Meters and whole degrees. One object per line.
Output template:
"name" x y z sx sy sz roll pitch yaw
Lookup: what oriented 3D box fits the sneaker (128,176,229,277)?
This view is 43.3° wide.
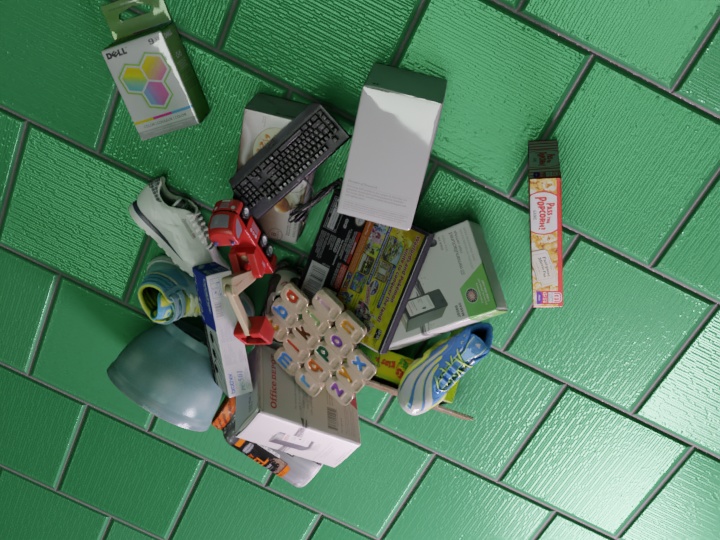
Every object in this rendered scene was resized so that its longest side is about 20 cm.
"sneaker" -0.282 -0.062 1.483 0.080 0.077 0.200 -42 105 16

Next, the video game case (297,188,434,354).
"video game case" 0.000 0.000 1.403 0.180 0.025 0.201 27 102 26

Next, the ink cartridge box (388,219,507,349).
"ink cartridge box" 0.109 0.026 1.417 0.199 0.084 0.147 -21 80 20

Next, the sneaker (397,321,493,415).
"sneaker" 0.138 0.141 1.423 0.076 0.200 0.105 44 147 3

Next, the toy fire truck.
"toy fire truck" -0.179 0.006 1.379 0.048 0.142 0.200 -3 141 22

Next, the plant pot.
"plant pot" -0.311 0.163 1.551 0.199 0.200 0.135 32 92 -7

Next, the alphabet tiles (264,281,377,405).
"alphabet tiles" -0.066 0.116 1.433 0.195 0.015 0.200 43 133 7

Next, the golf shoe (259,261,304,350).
"golf shoe" -0.139 0.085 1.524 0.077 0.088 0.201 10 120 3

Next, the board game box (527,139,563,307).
"board game box" 0.271 -0.070 1.331 0.046 0.152 0.201 -2 118 11

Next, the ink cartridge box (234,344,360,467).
"ink cartridge box" -0.107 0.228 1.524 0.199 0.146 0.085 25 127 -28

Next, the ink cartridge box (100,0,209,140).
"ink cartridge box" -0.316 -0.307 1.363 0.103 0.059 0.201 -13 115 16

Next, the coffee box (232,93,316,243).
"coffee box" -0.129 -0.156 1.398 0.113 0.080 0.201 14 119 2

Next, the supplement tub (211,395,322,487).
"supplement tub" -0.156 0.284 1.611 0.199 0.123 0.123 34 118 -8

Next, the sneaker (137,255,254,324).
"sneaker" -0.280 0.061 1.511 0.199 0.131 0.080 23 118 -3

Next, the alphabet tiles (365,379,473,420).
"alphabet tiles" 0.088 0.215 1.522 0.199 0.167 0.008 20 81 -1

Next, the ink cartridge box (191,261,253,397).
"ink cartridge box" -0.221 0.093 1.453 0.044 0.094 0.202 -14 104 -21

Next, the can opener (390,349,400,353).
"can opener" -0.012 0.076 1.500 0.200 0.064 0.079 37 118 -19

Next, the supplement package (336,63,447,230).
"supplement package" 0.046 -0.182 1.332 0.116 0.117 0.201 14 120 3

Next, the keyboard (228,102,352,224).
"keyboard" -0.092 -0.143 1.342 0.200 0.021 0.127 -39 107 24

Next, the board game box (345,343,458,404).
"board game box" 0.055 0.168 1.513 0.199 0.102 0.048 20 78 -5
